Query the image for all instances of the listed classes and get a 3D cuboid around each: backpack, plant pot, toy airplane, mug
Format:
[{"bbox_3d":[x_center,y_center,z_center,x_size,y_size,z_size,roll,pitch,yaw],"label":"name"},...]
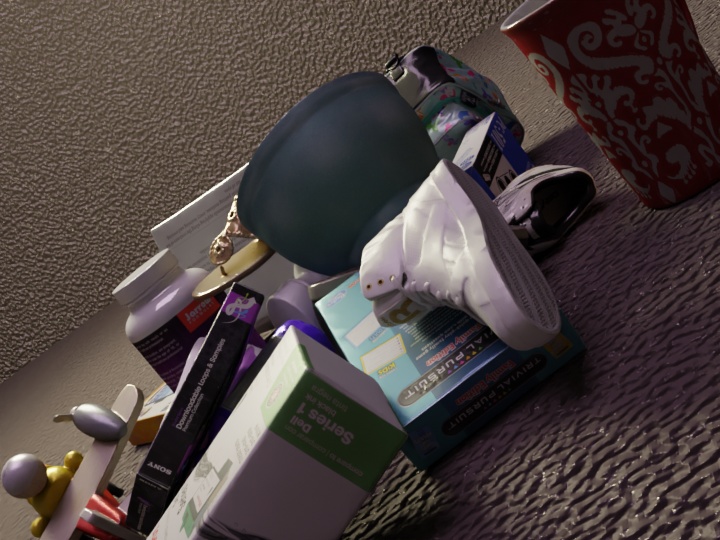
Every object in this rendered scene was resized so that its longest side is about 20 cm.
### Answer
[{"bbox_3d":[0.100,-0.160,1.482,0.178,0.151,0.200,-44,-33,24],"label":"backpack"},{"bbox_3d":[0.002,-0.069,1.159,0.200,0.134,0.200,-37,-24,-20],"label":"plant pot"},{"bbox_3d":[-0.291,0.231,1.215,0.199,0.141,0.200,-44,25,29],"label":"toy airplane"},{"bbox_3d":[0.244,-0.175,1.021,0.177,0.200,0.133,-40,11,-13],"label":"mug"}]

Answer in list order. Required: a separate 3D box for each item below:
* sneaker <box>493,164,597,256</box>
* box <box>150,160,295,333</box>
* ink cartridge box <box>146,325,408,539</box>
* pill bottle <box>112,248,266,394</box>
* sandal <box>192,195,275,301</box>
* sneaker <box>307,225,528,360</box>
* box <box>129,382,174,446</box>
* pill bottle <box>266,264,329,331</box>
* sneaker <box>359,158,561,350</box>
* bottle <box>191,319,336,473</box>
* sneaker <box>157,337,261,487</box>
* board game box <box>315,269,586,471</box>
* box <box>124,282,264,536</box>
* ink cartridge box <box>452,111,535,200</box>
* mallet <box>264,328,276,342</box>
[{"bbox_3d":[0.134,-0.036,1.130,0.200,0.076,0.088,-41,11,-14],"label":"sneaker"},{"bbox_3d":[-0.097,-0.031,1.474,0.199,0.171,0.200,-30,-6,36],"label":"box"},{"bbox_3d":[-0.065,0.152,0.823,0.200,0.084,0.146,-56,11,2],"label":"ink cartridge box"},{"bbox_3d":[-0.174,0.077,1.318,0.112,0.200,0.112,-36,11,9],"label":"pill bottle"},{"bbox_3d":[-0.105,-0.054,1.275,0.212,0.070,0.078,-35,19,-22],"label":"sandal"},{"bbox_3d":[0.063,0.031,1.078,0.200,0.106,0.075,-19,4,1],"label":"sneaker"},{"bbox_3d":[-0.224,0.163,1.550,0.119,0.041,0.200,-45,11,-32],"label":"box"},{"bbox_3d":[0.000,0.000,1.296,0.200,0.120,0.120,-44,12,-26],"label":"pill bottle"},{"bbox_3d":[0.065,0.016,0.880,0.116,0.074,0.200,-45,34,16],"label":"sneaker"},{"bbox_3d":[-0.090,0.142,1.089,0.065,0.084,0.200,18,66,46],"label":"bottle"},{"bbox_3d":[-0.131,0.160,1.188,0.073,0.114,0.201,77,-154,-62],"label":"sneaker"},{"bbox_3d":[0.062,0.042,0.944,0.151,0.047,0.200,-37,33,3],"label":"board game box"},{"bbox_3d":[-0.149,0.126,1.088,0.143,0.036,0.200,116,178,-58],"label":"box"},{"bbox_3d":[0.143,-0.095,1.293,0.044,0.094,0.200,-33,12,23],"label":"ink cartridge box"},{"bbox_3d":[-0.103,0.086,1.500,0.066,0.041,0.200,-39,7,-11],"label":"mallet"}]
